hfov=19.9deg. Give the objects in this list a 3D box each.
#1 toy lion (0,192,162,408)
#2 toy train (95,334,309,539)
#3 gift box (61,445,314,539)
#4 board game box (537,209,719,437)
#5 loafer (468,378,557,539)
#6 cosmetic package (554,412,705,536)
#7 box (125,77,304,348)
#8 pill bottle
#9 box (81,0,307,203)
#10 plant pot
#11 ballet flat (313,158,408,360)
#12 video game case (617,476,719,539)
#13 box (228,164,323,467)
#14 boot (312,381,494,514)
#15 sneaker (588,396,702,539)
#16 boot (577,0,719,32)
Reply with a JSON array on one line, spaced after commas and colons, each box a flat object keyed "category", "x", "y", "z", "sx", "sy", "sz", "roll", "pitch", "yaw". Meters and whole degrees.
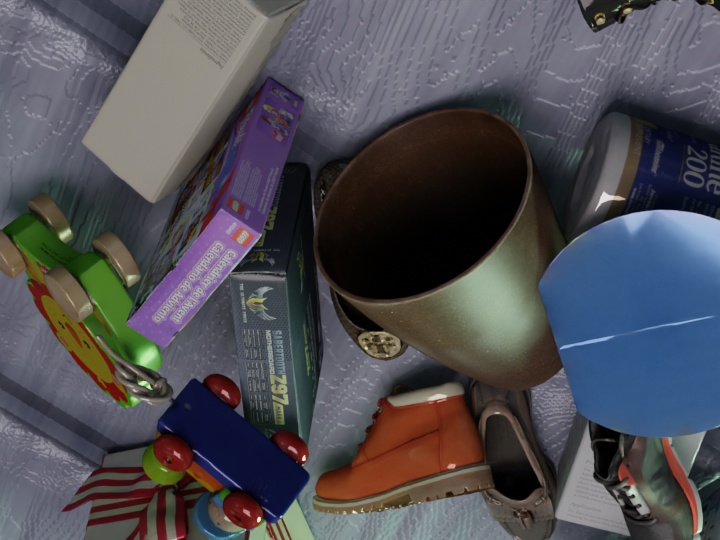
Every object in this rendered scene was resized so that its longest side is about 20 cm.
[{"category": "toy lion", "x": -0.221, "y": 0.040, "z": 1.684, "sx": 0.069, "sy": 0.200, "sz": 0.192, "roll": -38, "pitch": 122, "yaw": -18}, {"category": "toy train", "x": -0.145, "y": 0.132, "z": 1.628, "sx": 0.200, "sy": 0.085, "sz": 0.116, "roll": 40, "pitch": 146, "yaw": -3}, {"category": "gift box", "x": -0.158, "y": 0.258, "z": 1.824, "sx": 0.200, "sy": 0.185, "sz": 0.187, "roll": -14, "pitch": 125, "yaw": 9}, {"category": "board game box", "x": 0.228, "y": 0.035, "z": 1.575, "sx": 0.158, "sy": 0.039, "sz": 0.200, "roll": -14, "pitch": 116, "yaw": 14}, {"category": "loafer", "x": 0.131, "y": 0.175, "z": 1.801, "sx": 0.072, "sy": 0.063, "sz": 0.200, "roll": -8, "pitch": 124, "yaw": 12}, {"category": "cosmetic package", "x": 0.238, "y": 0.131, "z": 1.753, "sx": 0.102, "sy": 0.074, "sz": 0.200, "roll": 14, "pitch": 124, "yaw": -2}, {"category": "box", "x": -0.110, "y": -0.047, "z": 1.587, "sx": 0.039, "sy": 0.200, "sz": 0.137, "roll": 33, "pitch": 123, "yaw": -13}, {"category": "pill bottle", "x": 0.269, "y": -0.042, "z": 1.599, "sx": 0.200, "sy": 0.111, "sz": 0.111, "roll": 18, "pitch": 126, "yaw": -6}, {"category": "box", "x": -0.130, "y": -0.153, "z": 1.582, "sx": 0.082, "sy": 0.068, "sz": 0.200, "roll": 42, "pitch": 124, "yaw": 6}, {"category": "plant pot", "x": 0.091, "y": 0.005, "z": 1.630, "sx": 0.187, "sy": 0.187, "sz": 0.200, "roll": -20, "pitch": 136, "yaw": 20}, {"category": "ballet flat", "x": 0.000, "y": 0.000, "z": 1.702, "sx": 0.067, "sy": 0.046, "sz": 0.200, "roll": -5, "pitch": 125, "yaw": 11}, {"category": "video game case", "x": 0.245, "y": 0.267, "z": 1.772, "sx": 0.182, "sy": 0.200, "sz": 0.022, "roll": -37, "pitch": 98, "yaw": 28}, {"category": "box", "x": -0.066, "y": 0.037, "z": 1.669, "sx": 0.051, "sy": 0.158, "sz": 0.200, "roll": 0, "pitch": 125, "yaw": 7}, {"category": "boot", "x": 0.029, "y": 0.158, "z": 1.803, "sx": 0.200, "sy": 0.075, "sz": 0.107, "roll": -20, "pitch": 80, "yaw": 42}, {"category": "sneaker", "x": 0.216, "y": 0.165, "z": 1.661, "sx": 0.077, "sy": 0.082, "sz": 0.200, "roll": 1, "pitch": 112, "yaw": 46}, {"category": "boot", "x": 0.240, "y": -0.208, "z": 1.507, "sx": 0.151, "sy": 0.073, "sz": 0.200, "roll": -16, "pitch": 118, "yaw": 16}]
